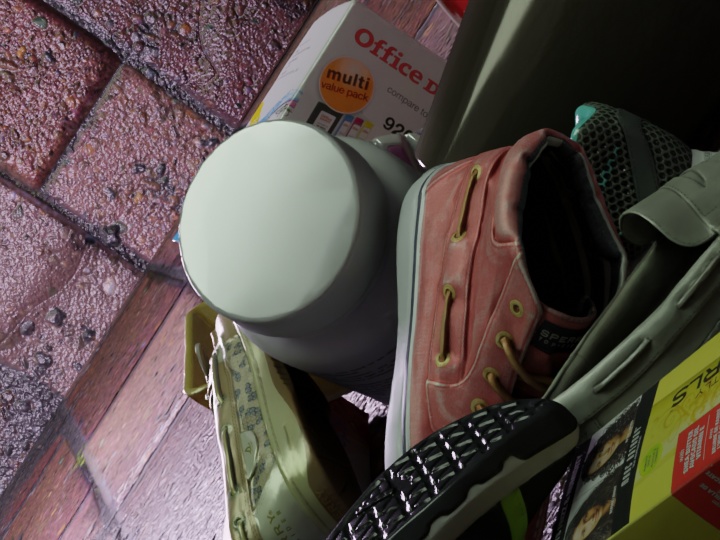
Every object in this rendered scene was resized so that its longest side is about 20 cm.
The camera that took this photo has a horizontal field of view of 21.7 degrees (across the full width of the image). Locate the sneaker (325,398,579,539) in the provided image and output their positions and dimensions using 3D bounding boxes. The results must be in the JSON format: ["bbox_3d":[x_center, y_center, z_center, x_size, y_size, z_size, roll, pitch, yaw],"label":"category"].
[{"bbox_3d":[0.018,0.135,0.690,0.200,0.083,0.072,-46,13,-8],"label":"sneaker"}]

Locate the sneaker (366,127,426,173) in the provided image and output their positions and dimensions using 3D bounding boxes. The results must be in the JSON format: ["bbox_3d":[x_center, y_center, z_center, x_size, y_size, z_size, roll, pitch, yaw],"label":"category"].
[{"bbox_3d":[0.051,-0.055,1.110,0.199,0.081,0.088,-29,1,-10],"label":"sneaker"}]

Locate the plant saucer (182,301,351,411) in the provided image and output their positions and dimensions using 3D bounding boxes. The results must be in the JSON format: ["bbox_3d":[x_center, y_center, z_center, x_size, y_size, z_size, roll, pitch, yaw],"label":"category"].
[{"bbox_3d":[-0.007,0.028,1.135,0.199,0.049,0.200,-23,13,1],"label":"plant saucer"}]

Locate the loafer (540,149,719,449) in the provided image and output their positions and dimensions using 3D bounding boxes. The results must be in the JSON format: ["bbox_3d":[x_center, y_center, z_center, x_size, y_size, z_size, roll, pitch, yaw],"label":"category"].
[{"bbox_3d":[0.137,-0.011,0.736,0.201,0.070,0.070,-61,13,-12],"label":"loafer"}]

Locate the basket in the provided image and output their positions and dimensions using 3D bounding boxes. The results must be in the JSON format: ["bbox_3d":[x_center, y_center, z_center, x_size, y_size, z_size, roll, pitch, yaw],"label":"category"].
[{"bbox_3d":[0.122,-0.119,0.940,0.136,0.180,0.201,7,-66,-57],"label":"basket"}]

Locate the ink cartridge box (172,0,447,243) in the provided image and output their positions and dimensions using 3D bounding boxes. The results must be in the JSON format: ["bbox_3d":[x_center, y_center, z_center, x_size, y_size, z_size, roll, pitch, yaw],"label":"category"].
[{"bbox_3d":[-0.012,-0.064,1.324,0.201,0.147,0.145,-58,12,-5],"label":"ink cartridge box"}]

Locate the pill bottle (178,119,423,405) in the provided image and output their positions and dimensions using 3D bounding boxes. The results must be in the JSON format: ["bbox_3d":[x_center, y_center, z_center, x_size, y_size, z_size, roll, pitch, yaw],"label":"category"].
[{"bbox_3d":[0.000,0.000,0.925,0.114,0.113,0.200,-56,-28,4],"label":"pill bottle"}]

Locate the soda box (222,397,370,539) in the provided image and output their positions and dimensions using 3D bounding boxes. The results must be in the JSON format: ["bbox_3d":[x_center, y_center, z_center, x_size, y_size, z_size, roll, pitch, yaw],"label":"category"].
[{"bbox_3d":[-0.036,0.132,1.107,0.070,0.063,0.200,-54,12,15],"label":"soda box"}]

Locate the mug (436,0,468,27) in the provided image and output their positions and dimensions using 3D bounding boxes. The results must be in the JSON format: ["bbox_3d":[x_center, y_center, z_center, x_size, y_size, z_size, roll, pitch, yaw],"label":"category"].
[{"bbox_3d":[0.137,-0.205,1.070,0.200,0.178,0.133,-41,45,-6],"label":"mug"}]

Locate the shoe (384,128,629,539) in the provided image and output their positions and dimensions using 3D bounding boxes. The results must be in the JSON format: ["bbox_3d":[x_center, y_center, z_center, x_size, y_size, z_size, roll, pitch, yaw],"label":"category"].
[{"bbox_3d":[0.061,0.044,0.780,0.091,0.071,0.202,-22,65,57],"label":"shoe"}]

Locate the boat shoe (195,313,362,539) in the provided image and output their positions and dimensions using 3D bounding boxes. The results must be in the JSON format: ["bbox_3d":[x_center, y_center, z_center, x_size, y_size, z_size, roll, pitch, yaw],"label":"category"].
[{"bbox_3d":[-0.053,0.076,0.943,0.063,0.073,0.200,-36,25,4],"label":"boat shoe"}]

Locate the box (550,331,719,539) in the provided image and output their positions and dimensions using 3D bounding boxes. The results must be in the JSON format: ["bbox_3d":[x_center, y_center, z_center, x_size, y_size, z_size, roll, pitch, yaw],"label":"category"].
[{"bbox_3d":[0.139,0.050,0.620,0.200,0.050,0.076,-46,15,44],"label":"box"}]

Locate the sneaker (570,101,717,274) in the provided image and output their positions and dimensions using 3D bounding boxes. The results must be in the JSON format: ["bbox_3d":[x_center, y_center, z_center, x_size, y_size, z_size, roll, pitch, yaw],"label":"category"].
[{"bbox_3d":[0.085,0.001,0.880,0.200,0.091,0.078,-52,11,25],"label":"sneaker"}]
